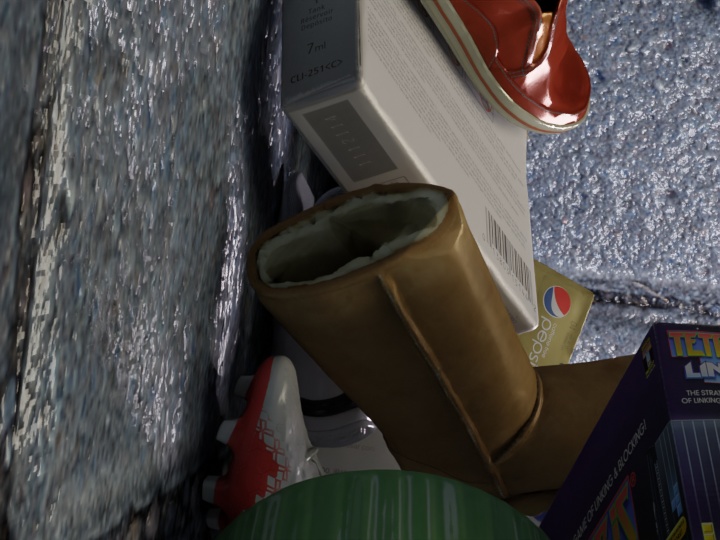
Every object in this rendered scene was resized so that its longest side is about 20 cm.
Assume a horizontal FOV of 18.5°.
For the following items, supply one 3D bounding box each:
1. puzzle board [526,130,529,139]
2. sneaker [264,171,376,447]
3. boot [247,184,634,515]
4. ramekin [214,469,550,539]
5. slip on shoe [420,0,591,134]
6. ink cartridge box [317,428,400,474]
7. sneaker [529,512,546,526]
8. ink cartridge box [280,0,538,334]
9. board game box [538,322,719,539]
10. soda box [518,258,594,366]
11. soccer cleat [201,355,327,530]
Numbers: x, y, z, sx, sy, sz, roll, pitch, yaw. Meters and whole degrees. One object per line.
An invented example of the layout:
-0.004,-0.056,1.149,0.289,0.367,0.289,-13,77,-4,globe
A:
0.066,-0.188,1.430,0.151,0.017,0.201,34,38,-79,puzzle board
0.000,0.000,1.135,0.200,0.075,0.116,-61,161,-64,sneaker
0.066,0.034,1.013,0.066,0.174,0.200,-104,168,-45,boot
0.009,0.180,0.931,0.098,0.198,0.201,-87,180,-57,ramekin
0.077,-0.127,1.069,0.200,0.061,0.075,47,32,-54,slip on shoe
-0.005,0.148,1.223,0.148,0.085,0.202,-50,149,-76,ink cartridge box
0.099,0.194,1.236,0.081,0.114,0.201,52,-39,44,sneaker
0.027,-0.089,1.060,0.200,0.044,0.177,52,30,-45,ink cartridge box
0.131,0.146,0.954,0.201,0.056,0.166,110,-22,-51,board game box
0.063,0.043,1.377,0.200,0.064,0.068,-22,-137,66,soda box
-0.027,0.128,1.007,0.069,0.084,0.201,-70,166,-62,soccer cleat
